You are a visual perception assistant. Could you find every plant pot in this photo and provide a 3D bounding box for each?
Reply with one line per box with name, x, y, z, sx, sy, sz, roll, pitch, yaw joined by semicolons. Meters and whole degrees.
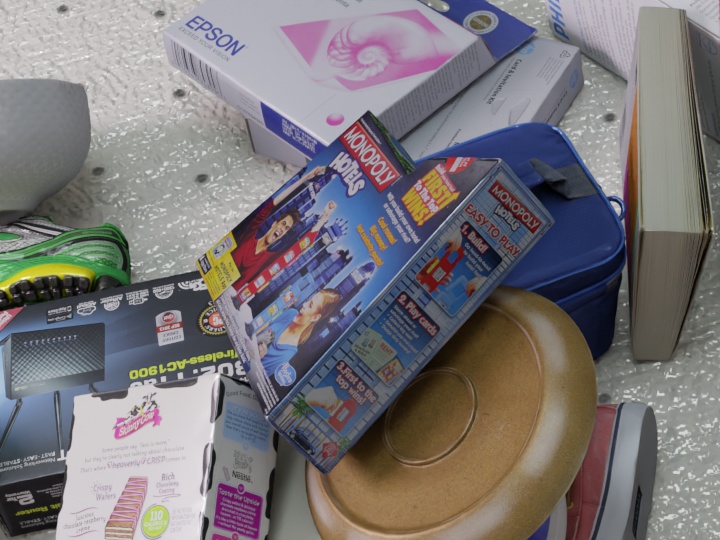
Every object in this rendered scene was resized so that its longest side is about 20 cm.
plant pot;0.046;0.091;1.519;0.199;0.027;0.201;-19;51;25

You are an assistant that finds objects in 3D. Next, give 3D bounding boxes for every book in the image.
book;0.196;-0.059;1.716;0.048;0.134;0.201;3;51;-2

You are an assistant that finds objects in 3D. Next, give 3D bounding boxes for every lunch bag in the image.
lunch bag;0.083;-0.005;1.681;0.199;0.133;0.136;-23;57;-13

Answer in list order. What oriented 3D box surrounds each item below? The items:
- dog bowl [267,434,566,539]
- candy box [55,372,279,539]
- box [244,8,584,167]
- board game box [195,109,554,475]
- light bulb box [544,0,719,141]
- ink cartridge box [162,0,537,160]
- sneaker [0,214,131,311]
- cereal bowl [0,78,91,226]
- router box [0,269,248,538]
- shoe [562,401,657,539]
dog bowl;0.021;0.157;1.567;0.199;0.079;0.201;-20;50;26
candy box;-0.123;0.172;1.570;0.136;0.061;0.201;-10;67;41
box;0.040;-0.124;1.868;0.199;0.041;0.156;16;53;26
board game box;0.011;-0.007;1.556;0.200;0.062;0.200;-40;32;7
light bulb box;0.262;-0.224;1.847;0.198;0.125;0.200;-38;52;-18
ink cartridge box;-0.009;-0.174;1.870;0.200;0.043;0.196;-39;51;-22
sneaker;-0.257;0.003;1.822;0.199;0.078;0.085;3;41;7
cereal bowl;-0.285;-0.073;1.827;0.199;0.200;0.084;-13;84;3
router box;-0.154;0.085;1.725;0.199;0.062;0.150;-13;50;3
shoe;0.126;0.165;1.590;0.091;0.072;0.201;-1;47;19
